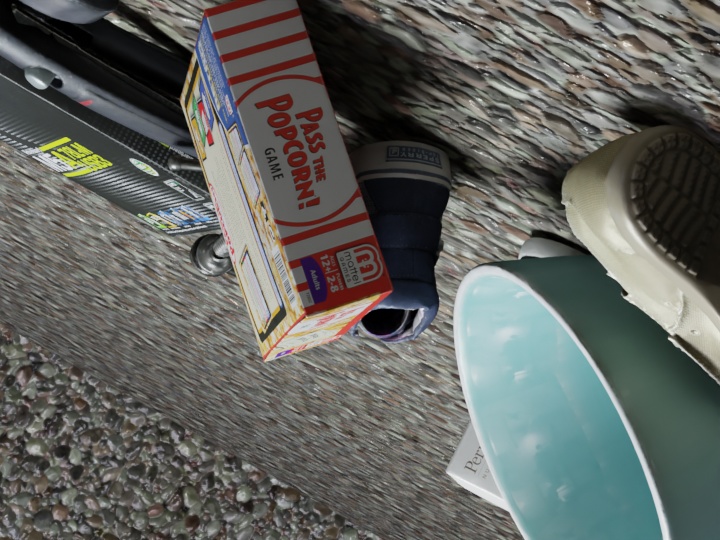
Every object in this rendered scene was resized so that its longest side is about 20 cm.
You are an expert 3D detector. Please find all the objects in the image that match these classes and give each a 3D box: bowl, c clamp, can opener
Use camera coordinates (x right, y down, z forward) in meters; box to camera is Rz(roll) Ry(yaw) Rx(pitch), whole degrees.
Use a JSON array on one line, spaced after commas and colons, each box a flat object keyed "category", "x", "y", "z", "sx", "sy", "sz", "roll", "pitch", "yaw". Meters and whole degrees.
[{"category": "bowl", "x": 0.140, "y": 0.072, "z": 1.219, "sx": 0.201, "sy": 0.105, "sz": 0.201, "roll": 55, "pitch": 158, "yaw": 35}, {"category": "c clamp", "x": -0.045, "y": -0.026, "z": 1.466, "sx": 0.171, "sy": 0.027, "sz": 0.200, "roll": 7, "pitch": 160, "yaw": -12}, {"category": "can opener", "x": -0.141, "y": -0.113, "z": 1.332, "sx": 0.200, "sy": 0.063, "sz": 0.079, "roll": 37, "pitch": 166, "yaw": -38}]

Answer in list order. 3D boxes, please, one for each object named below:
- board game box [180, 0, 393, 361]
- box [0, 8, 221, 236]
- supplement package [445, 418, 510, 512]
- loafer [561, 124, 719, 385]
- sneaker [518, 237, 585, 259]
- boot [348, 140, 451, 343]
[{"category": "board game box", "x": -0.042, "y": -0.041, "z": 1.226, "sx": 0.200, "sy": 0.046, "sz": 0.152, "roll": 137, "pitch": 115, "yaw": -79}, {"category": "box", "x": -0.166, "y": -0.088, "z": 1.563, "sx": 0.193, "sy": 0.048, "sz": 0.200, "roll": 28, "pitch": 169, "yaw": -18}, {"category": "supplement package", "x": 0.166, "y": 0.113, "z": 1.449, "sx": 0.200, "sy": 0.121, "sz": 0.120, "roll": 26, "pitch": 176, "yaw": 8}, {"category": "loafer", "x": 0.161, "y": 0.002, "z": 1.104, "sx": 0.068, "sy": 0.076, "sz": 0.200, "roll": 16, "pitch": 155, "yaw": 53}, {"category": "sneaker", "x": 0.158, "y": 0.070, "z": 1.352, "sx": 0.200, "sy": 0.099, "sz": 0.071, "roll": 27, "pitch": 168, "yaw": -4}, {"category": "boot", "x": 0.000, "y": 0.000, "z": 1.346, "sx": 0.073, "sy": 0.090, "sz": 0.200, "roll": 5, "pitch": 165, "yaw": -9}]
